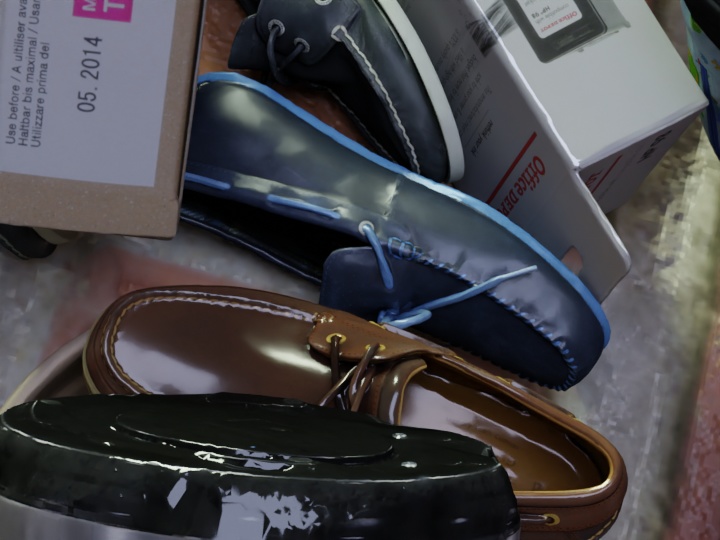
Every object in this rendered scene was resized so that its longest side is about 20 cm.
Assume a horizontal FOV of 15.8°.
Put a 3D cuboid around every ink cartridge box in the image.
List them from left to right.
[{"bbox_3d":[-0.095,-0.137,0.958,0.075,0.200,0.165,5,27,-8],"label":"ink cartridge box"},{"bbox_3d":[0.067,-0.082,1.042,0.067,0.116,0.200,-27,79,-18],"label":"ink cartridge box"}]

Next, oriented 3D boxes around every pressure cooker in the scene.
[{"bbox_3d":[-0.043,0.145,0.805,0.176,0.179,0.200,3,95,-14],"label":"pressure cooker"}]

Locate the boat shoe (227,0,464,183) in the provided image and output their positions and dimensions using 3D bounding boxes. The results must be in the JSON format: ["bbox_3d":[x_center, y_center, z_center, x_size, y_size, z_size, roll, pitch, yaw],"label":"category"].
[{"bbox_3d":[-0.031,-0.108,1.055,0.066,0.075,0.199,-28,78,-15],"label":"boat shoe"}]

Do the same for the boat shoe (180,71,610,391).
[{"bbox_3d":[0.000,0.000,1.029,0.200,0.084,0.069,27,57,16],"label":"boat shoe"}]

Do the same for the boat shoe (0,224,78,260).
[{"bbox_3d":[-0.193,-0.074,1.029,0.200,0.072,0.068,44,106,-1],"label":"boat shoe"}]

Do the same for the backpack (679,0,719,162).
[{"bbox_3d":[0.205,-0.076,1.022,0.163,0.200,0.154,-27,72,-11],"label":"backpack"}]

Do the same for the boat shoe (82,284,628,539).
[{"bbox_3d":[0.001,0.047,0.915,0.200,0.068,0.072,19,69,-4],"label":"boat shoe"}]

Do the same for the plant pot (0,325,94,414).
[{"bbox_3d":[-0.053,0.116,0.967,0.201,0.093,0.201,3,72,-10],"label":"plant pot"}]
